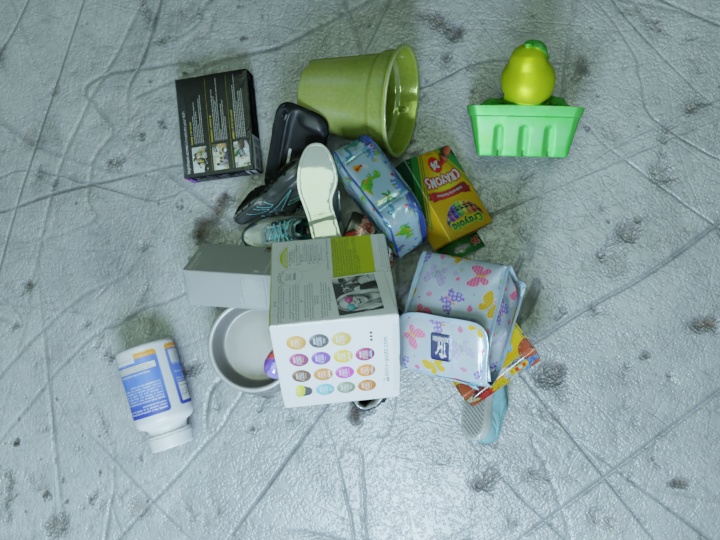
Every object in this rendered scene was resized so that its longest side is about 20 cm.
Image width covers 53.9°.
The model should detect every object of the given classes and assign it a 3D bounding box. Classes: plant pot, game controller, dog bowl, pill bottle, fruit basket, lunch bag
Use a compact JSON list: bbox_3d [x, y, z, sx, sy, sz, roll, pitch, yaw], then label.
[{"bbox_3d":[-0.008,-0.315,1.300,0.184,0.200,0.201,8,89,19],"label":"plant pot"},{"bbox_3d":[-0.121,-0.214,1.320,0.104,0.042,0.200,19,132,1],"label":"game controller"},{"bbox_3d":[-0.200,0.143,1.357,0.200,0.059,0.200,0,88,7],"label":"dog bowl"},{"bbox_3d":[-0.386,0.238,1.349,0.112,0.112,0.200,-18,85,6],"label":"pill bottle"},{"bbox_3d":[0.292,-0.304,1.264,0.215,0.156,0.216,2,103,7],"label":"fruit basket"},{"bbox_3d":[0.162,0.083,1.173,0.169,0.127,0.200,12,76,32],"label":"lunch bag"},{"bbox_3d":[0.036,-0.128,1.238,0.082,0.161,0.200,-33,66,-5],"label":"lunch bag"}]

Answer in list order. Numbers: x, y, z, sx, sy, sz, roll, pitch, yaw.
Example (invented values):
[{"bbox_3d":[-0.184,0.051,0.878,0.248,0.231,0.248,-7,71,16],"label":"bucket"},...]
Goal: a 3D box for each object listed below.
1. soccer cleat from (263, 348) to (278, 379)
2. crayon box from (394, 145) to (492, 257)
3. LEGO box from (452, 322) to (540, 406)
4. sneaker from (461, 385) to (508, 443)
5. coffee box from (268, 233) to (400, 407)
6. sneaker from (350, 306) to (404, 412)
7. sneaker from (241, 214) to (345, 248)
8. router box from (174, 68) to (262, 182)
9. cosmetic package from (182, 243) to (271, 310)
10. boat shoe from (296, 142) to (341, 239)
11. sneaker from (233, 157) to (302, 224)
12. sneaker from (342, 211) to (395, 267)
[{"bbox_3d":[-0.082,0.142,1.294,0.200,0.076,0.067,-22,99,-25],"label":"soccer cleat"},{"bbox_3d":[0.157,-0.121,1.294,0.127,0.051,0.200,-26,84,-38],"label":"crayon box"},{"bbox_3d":[0.198,0.114,1.263,0.149,0.077,0.200,-35,60,5],"label":"LEGO box"},{"bbox_3d":[0.239,0.220,1.303,0.074,0.082,0.200,1,68,46],"label":"sneaker"},{"bbox_3d":[-0.044,0.081,1.172,0.197,0.200,0.200,-5,42,-2],"label":"coffee box"},{"bbox_3d":[0.034,0.159,1.284,0.077,0.146,0.203,16,88,9],"label":"sneaker"},{"bbox_3d":[-0.133,-0.078,1.344,0.200,0.086,0.078,-6,86,7],"label":"sneaker"},{"bbox_3d":[-0.277,-0.283,1.388,0.149,0.051,0.200,-6,87,9],"label":"router box"},{"bbox_3d":[-0.218,0.012,1.326,0.200,0.107,0.090,5,123,7],"label":"cosmetic package"},{"bbox_3d":[-0.071,-0.125,1.267,0.073,0.062,0.200,-9,92,-2],"label":"boat shoe"},{"bbox_3d":[-0.160,-0.128,1.327,0.200,0.075,0.079,-29,118,34],"label":"sneaker"},{"bbox_3d":[0.000,0.000,1.333,0.108,0.067,0.202,21,96,-1],"label":"sneaker"}]
